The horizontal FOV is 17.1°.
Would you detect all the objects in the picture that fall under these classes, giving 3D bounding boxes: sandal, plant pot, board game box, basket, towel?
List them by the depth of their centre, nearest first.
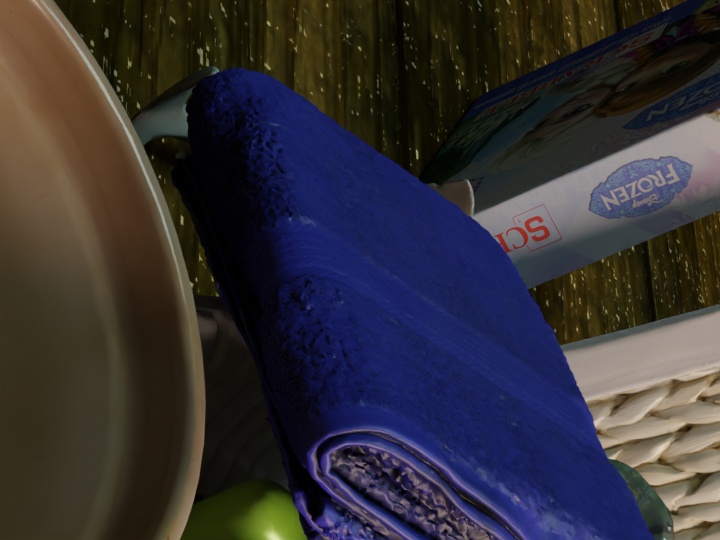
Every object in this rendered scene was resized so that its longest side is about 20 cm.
[{"bbox_3d":[-0.132,0.006,0.594,0.201,0.092,0.201,45,33,-40],"label":"plant pot"},{"bbox_3d":[0.014,0.032,0.718,0.148,0.050,0.200,35,20,-32],"label":"towel"},{"bbox_3d":[-0.044,0.035,0.782,0.050,0.083,0.202,43,9,33],"label":"sandal"},{"bbox_3d":[0.138,0.080,0.952,0.135,0.199,0.124,-2,78,-63],"label":"basket"},{"bbox_3d":[0.118,-0.062,1.013,0.041,0.200,0.200,60,26,-14],"label":"board game box"}]

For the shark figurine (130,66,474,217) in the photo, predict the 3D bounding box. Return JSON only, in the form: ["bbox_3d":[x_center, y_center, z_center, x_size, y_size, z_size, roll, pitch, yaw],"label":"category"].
[{"bbox_3d":[-0.008,-0.021,0.868,0.215,0.089,0.128,52,29,-35],"label":"shark figurine"}]

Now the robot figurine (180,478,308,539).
[{"bbox_3d":[0.000,0.147,0.714,0.200,0.115,0.176,47,24,-38],"label":"robot figurine"}]

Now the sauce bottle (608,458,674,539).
[{"bbox_3d":[0.069,0.131,0.837,0.200,0.064,0.065,92,-8,-61],"label":"sauce bottle"}]
